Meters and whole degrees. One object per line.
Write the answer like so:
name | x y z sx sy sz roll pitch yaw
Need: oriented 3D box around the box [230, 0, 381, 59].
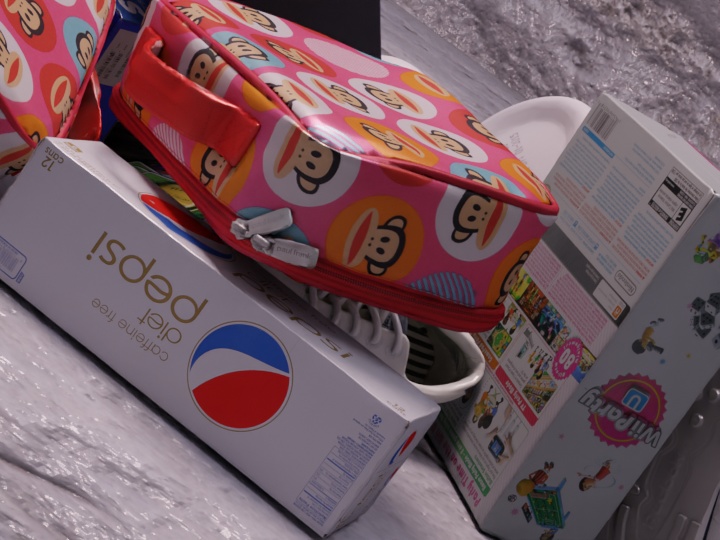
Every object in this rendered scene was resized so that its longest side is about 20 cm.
box | -0.081 -0.170 1.202 0.198 0.123 0.200 55 -23 39

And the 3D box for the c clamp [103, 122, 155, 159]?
c clamp | -0.189 -0.116 1.240 0.171 0.027 0.200 41 13 26

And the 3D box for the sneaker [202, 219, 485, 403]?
sneaker | -0.010 0.018 1.043 0.071 0.073 0.200 -5 -17 36

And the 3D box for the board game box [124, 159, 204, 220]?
board game box | -0.032 -0.034 1.120 0.200 0.023 0.105 -2 25 -15

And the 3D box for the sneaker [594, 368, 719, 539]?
sneaker | 0.191 0.083 1.092 0.080 0.200 0.076 18 16 -48

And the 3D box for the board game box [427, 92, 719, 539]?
board game box | 0.116 0.028 1.091 0.064 0.200 0.148 28 14 -24

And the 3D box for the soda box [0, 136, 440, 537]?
soda box | -0.066 0.026 0.923 0.200 0.064 0.068 38 10 10

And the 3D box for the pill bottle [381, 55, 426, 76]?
pill bottle | 0.019 -0.067 1.357 0.112 0.112 0.200 45 5 40

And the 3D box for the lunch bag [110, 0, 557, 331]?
lunch bag | -0.025 -0.057 0.972 0.176 0.082 0.200 17 17 -34

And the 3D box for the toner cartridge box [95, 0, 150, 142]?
toner cartridge box | -0.180 -0.156 1.160 0.043 0.095 0.200 15 32 -48

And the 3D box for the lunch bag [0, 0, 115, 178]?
lunch bag | -0.180 -0.126 0.995 0.176 0.082 0.200 54 22 -22

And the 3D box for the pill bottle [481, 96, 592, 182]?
pill bottle | 0.132 0.004 1.240 0.200 0.109 0.109 52 1 -33
